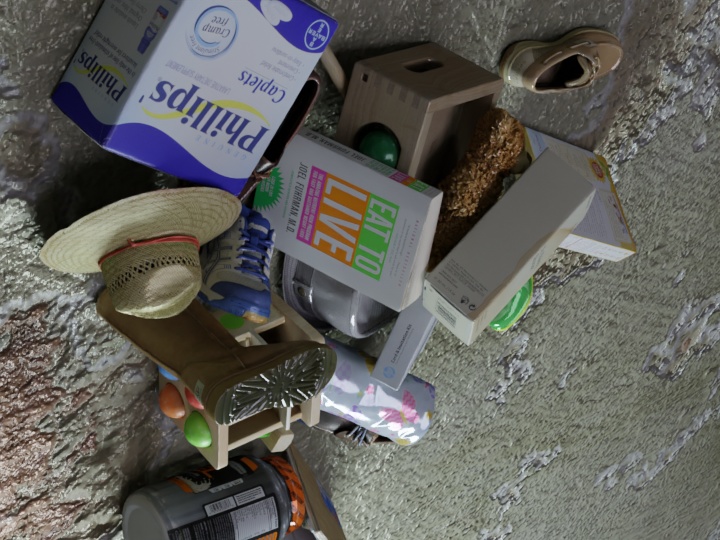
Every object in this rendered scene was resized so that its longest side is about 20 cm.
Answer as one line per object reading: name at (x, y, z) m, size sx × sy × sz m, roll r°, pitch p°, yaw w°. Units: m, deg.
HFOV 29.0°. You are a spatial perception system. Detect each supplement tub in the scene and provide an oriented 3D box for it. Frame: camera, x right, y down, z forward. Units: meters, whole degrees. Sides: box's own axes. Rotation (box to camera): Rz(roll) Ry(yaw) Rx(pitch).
supplement tub at (-0.171, 0.292, 1.646) m, size 0.199 × 0.122 × 0.123 m, roll -14°, pitch 130°, yaw -39°

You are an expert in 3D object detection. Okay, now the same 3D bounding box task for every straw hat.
straw hat at (-0.199, 0.001, 1.330) m, size 0.199 × 0.086 × 0.201 m, roll -15°, pitch 163°, yaw -5°

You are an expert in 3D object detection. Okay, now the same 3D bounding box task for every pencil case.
pencil case at (-0.004, 0.146, 1.679) m, size 0.199 × 0.083 × 0.091 m, roll 23°, pitch 107°, yaw -29°

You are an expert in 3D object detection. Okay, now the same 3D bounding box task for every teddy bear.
teddy bear at (0.123, -0.076, 1.509) m, size 0.201 × 0.066 × 0.145 m, roll -53°, pitch 157°, yaw -12°

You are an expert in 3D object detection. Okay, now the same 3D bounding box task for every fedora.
fedora at (0.000, 0.000, 1.607) m, size 0.176 × 0.090 × 0.201 m, roll -21°, pitch 134°, yaw -34°

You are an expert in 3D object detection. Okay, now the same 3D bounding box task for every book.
book at (-0.018, -0.062, 1.452) m, size 0.048 × 0.199 × 0.135 m, roll -34°, pitch 143°, yaw -53°

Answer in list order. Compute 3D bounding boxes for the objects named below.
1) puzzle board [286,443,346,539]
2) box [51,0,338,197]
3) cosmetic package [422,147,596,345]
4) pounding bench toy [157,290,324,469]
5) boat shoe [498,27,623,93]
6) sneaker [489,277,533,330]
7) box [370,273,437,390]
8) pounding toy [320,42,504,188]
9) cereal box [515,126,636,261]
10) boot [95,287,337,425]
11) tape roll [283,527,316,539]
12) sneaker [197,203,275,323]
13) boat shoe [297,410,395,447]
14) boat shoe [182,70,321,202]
puzzle board at (-0.049, 0.316, 1.776) m, size 0.017 × 0.151 × 0.201 m, roll -25°, pitch 140°, yaw 1°
box at (-0.150, -0.193, 1.284) m, size 0.183 × 0.105 × 0.201 m, roll 19°, pitch 106°, yaw -50°
cosmetic package at (0.157, -0.024, 1.493) m, size 0.200 × 0.073 × 0.104 m, roll -46°, pitch 168°, yaw -11°
pounding bench toy at (-0.142, 0.146, 1.554) m, size 0.155 × 0.124 × 0.201 m, roll -23°, pitch 135°, yaw -32°
boat shoe at (0.257, -0.246, 1.691) m, size 0.199 × 0.064 × 0.072 m, roll -17°, pitch 131°, yaw -36°
sneaker at (0.190, -0.020, 1.806) m, size 0.083 × 0.074 × 0.202 m, roll -1°, pitch 111°, yaw -48°
box at (0.076, 0.046, 1.679) m, size 0.157 × 0.041 × 0.200 m, roll -65°, pitch 176°, yaw 14°
pounding toy at (0.032, -0.162, 1.491) m, size 0.199 × 0.142 × 0.185 m, roll -24°, pitch 137°, yaw -51°
cereal box at (0.269, -0.094, 1.772) m, size 0.039 × 0.145 × 0.199 m, roll -29°, pitch 154°, yaw 34°
boot at (-0.145, 0.064, 1.423) m, size 0.174 × 0.200 × 0.067 m, roll -11°, pitch 128°, yaw -43°
tape roll at (-0.105, 0.448, 1.788) m, size 0.201 × 0.140 × 0.204 m, roll -16°, pitch 138°, yaw -15°
sneaker at (-0.123, -0.013, 1.405) m, size 0.075 × 0.200 × 0.089 m, roll 25°, pitch 101°, yaw -22°
boat shoe at (-0.001, 0.184, 1.771) m, size 0.199 × 0.072 × 0.073 m, roll 9°, pitch 115°, yaw -49°
boat shoe at (-0.111, -0.128, 1.408) m, size 0.070 × 0.070 × 0.201 m, roll 14°, pitch 110°, yaw -51°
